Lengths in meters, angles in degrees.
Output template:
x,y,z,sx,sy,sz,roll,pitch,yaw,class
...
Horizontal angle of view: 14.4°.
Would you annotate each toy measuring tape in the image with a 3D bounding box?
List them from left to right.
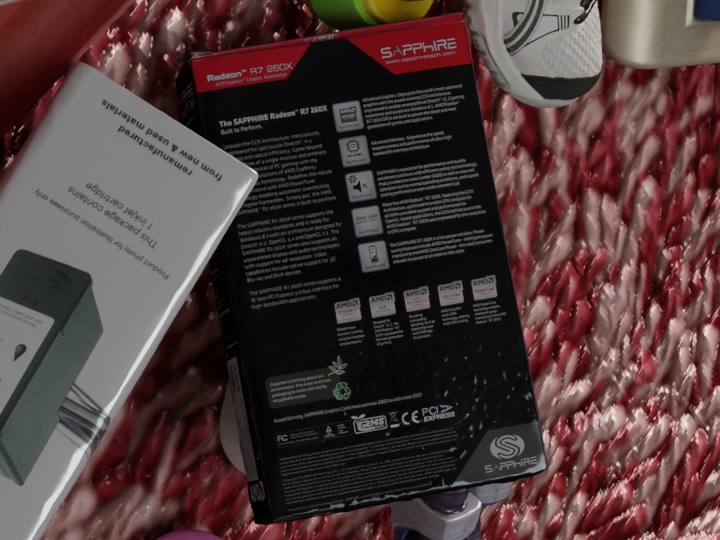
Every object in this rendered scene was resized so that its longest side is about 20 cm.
x,y,z,sx,sy,sz,roll,pitch,yaw,class
0.023,-0.128,1.274,0.200,0.073,0.074,26,84,-54,toy measuring tape

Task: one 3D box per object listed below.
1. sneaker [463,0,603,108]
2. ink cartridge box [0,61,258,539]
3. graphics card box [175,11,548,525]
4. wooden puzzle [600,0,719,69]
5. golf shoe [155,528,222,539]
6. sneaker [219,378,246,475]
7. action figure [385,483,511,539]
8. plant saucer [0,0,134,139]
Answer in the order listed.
x,y,z,sx,sy,sz,roll,pitch,yaw,class
0.088,-0.152,1.240,0.076,0.087,0.201,-68,149,-43,sneaker
-0.133,0.036,1.102,0.084,0.146,0.201,32,77,-5,ink cartridge box
0.000,0.000,1.215,0.125,0.051,0.201,-10,84,-14,graphics card box
0.210,-0.196,1.444,0.199,0.046,0.186,-7,107,-43,wooden puzzle
-0.080,0.216,1.281,0.092,0.075,0.201,35,58,-82,golf shoe
-0.002,0.005,1.276,0.076,0.080,0.201,1,100,-42,sneaker
0.038,0.164,1.374,0.130,0.069,0.201,-18,118,-47,action figure
-0.194,-0.055,1.016,0.199,0.200,0.037,-22,79,-44,plant saucer
